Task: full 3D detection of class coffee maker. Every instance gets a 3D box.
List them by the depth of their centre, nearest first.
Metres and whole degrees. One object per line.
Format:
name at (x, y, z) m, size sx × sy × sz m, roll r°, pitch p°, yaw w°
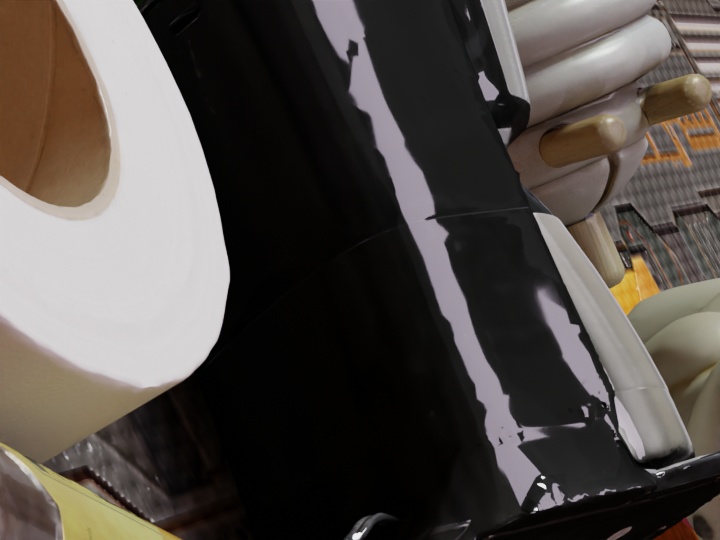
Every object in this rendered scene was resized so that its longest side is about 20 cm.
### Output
coffee maker at (0.000, 0.000, 0.873) m, size 0.192 × 0.135 × 0.200 m, roll 11°, pitch 51°, yaw -63°

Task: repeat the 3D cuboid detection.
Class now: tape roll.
tape roll at (-0.120, -0.044, 0.741) m, size 0.202 × 0.071 × 0.203 m, roll 48°, pitch 24°, yaw -29°

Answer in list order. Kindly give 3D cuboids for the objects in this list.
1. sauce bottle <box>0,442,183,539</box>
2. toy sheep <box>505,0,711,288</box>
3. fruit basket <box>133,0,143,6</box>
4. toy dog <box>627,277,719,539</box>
sauce bottle at (-0.086, 0.071, 0.666) m, size 0.200 × 0.065 × 0.065 m, roll 38°, pitch 29°, yaw -50°
toy sheep at (0.061, -0.085, 1.145) m, size 0.200 × 0.138 × 0.138 m, roll 71°, pitch 20°, yaw -3°
fruit basket at (-0.023, -0.185, 0.979) m, size 0.216 × 0.215 × 0.156 m, roll 51°, pitch 22°, yaw -22°
toy dog at (0.182, 0.069, 1.145) m, size 0.200 × 0.194 × 0.140 m, roll -26°, pitch 99°, yaw -76°
